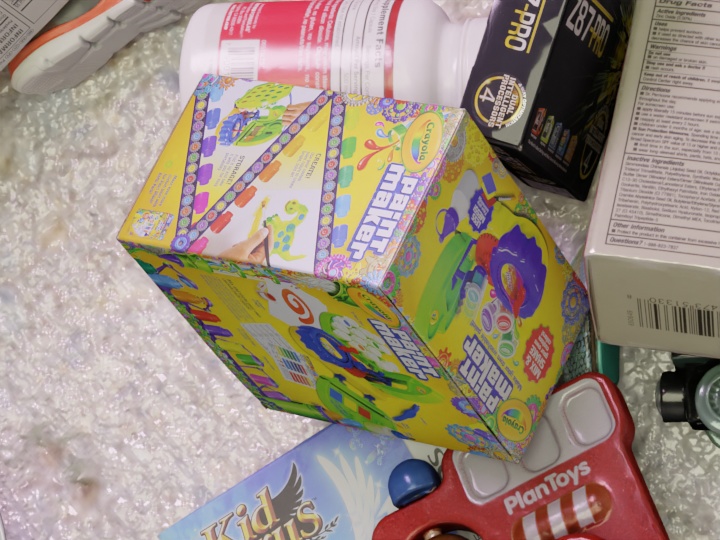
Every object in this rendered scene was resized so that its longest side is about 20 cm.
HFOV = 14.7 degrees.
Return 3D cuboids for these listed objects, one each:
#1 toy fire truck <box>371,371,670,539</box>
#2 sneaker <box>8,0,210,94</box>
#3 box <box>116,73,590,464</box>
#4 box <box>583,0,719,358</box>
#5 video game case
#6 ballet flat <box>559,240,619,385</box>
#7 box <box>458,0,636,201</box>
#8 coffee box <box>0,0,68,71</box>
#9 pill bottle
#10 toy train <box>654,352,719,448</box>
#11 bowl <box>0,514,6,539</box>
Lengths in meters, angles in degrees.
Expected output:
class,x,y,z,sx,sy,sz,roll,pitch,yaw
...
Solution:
class,x,y,z,sx,sy,sz,roll,pitch,yaw
toy fire truck,0.090,0.172,1.652,0.199,0.112,0.169,-28,63,15
sneaker,-0.155,-0.195,1.789,0.199,0.077,0.082,-31,74,8
box,0.000,0.000,1.634,0.192,0.200,0.122,11,63,35
box,0.213,-0.059,1.642,0.127,0.109,0.201,7,61,14
video game case,0.001,0.192,1.744,0.199,0.045,0.182,-33,80,9
ballet flat,0.130,0.078,1.711,0.074,0.074,0.201,-4,84,12
box,0.120,-0.136,1.655,0.049,0.200,0.162,16,86,18
coffee box,-0.304,-0.236,1.734,0.200,0.198,0.200,-45,57,6
pill bottle,-0.004,-0.112,1.729,0.199,0.112,0.113,0,87,12
toy train,0.276,0.047,1.677,0.199,0.085,0.115,-4,76,12
bowl,-0.316,0.195,1.770,0.199,0.105,0.202,0,76,1
